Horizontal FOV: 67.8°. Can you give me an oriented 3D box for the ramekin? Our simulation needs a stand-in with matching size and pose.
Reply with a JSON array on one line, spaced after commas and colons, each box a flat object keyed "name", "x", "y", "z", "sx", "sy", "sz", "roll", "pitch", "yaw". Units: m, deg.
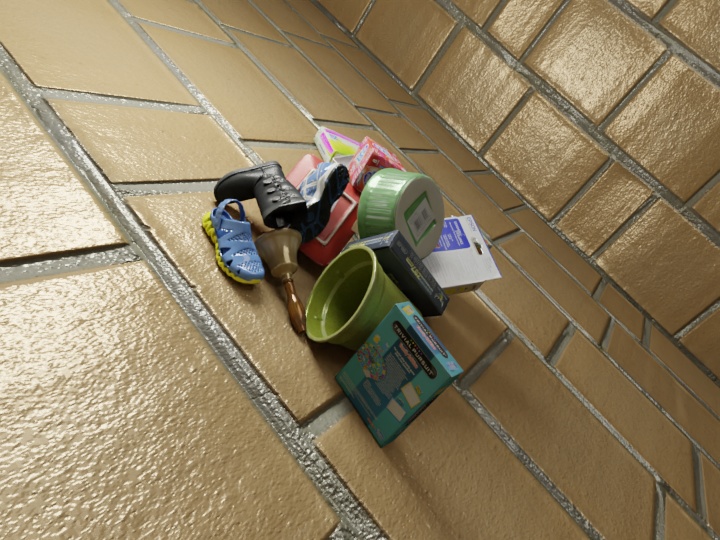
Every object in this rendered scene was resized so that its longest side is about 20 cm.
[{"name": "ramekin", "x": 0.094, "y": -0.114, "z": 1.145, "sx": 0.097, "sy": 0.205, "sz": 0.198, "roll": 11, "pitch": 4, "yaw": 43}]

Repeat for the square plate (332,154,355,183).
[{"name": "square plate", "x": 0.035, "y": -0.237, "z": 1.442, "sx": 0.198, "sy": 0.029, "sz": 0.199, "roll": 47, "pitch": 32, "yaw": 12}]

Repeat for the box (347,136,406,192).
[{"name": "box", "x": 0.037, "y": -0.242, "z": 1.291, "sx": 0.099, "sy": 0.096, "sz": 0.201, "roll": 29, "pitch": 18, "yaw": -15}]

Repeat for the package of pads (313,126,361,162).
[{"name": "package of pads", "x": -0.043, "y": -0.373, "z": 1.747, "sx": 0.197, "sy": 0.069, "sz": 0.156, "roll": 14, "pitch": 37, "yaw": -39}]

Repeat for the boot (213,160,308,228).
[{"name": "boot", "x": -0.209, "y": -0.142, "z": 1.105, "sx": 0.201, "sy": 0.163, "sz": 0.066, "roll": 56, "pitch": -10, "yaw": 44}]

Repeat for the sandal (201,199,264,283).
[{"name": "sandal", "x": -0.240, "y": -0.062, "z": 1.035, "sx": 0.079, "sy": 0.087, "sz": 0.201, "roll": -1, "pitch": 49, "yaw": -53}]

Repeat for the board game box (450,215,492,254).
[{"name": "board game box", "x": 0.242, "y": -0.035, "z": 1.459, "sx": 0.102, "sy": 0.201, "sz": 0.106, "roll": 5, "pitch": 42, "yaw": -47}]

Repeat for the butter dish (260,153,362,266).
[{"name": "butter dish", "x": -0.107, "y": -0.124, "z": 1.242, "sx": 0.199, "sy": 0.148, "sz": 0.201, "roll": 37, "pitch": 71, "yaw": -1}]

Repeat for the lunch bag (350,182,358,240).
[{"name": "lunch bag", "x": 0.028, "y": -0.159, "z": 1.475, "sx": 0.201, "sy": 0.118, "sz": 0.163, "roll": 53, "pitch": 33, "yaw": 15}]

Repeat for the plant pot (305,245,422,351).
[{"name": "plant pot", "x": 0.020, "y": 0.087, "z": 1.049, "sx": 0.183, "sy": 0.200, "sz": 0.202, "roll": 36, "pitch": 26, "yaw": -29}]

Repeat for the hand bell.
[{"name": "hand bell", "x": -0.140, "y": 0.030, "z": 1.051, "sx": 0.103, "sy": 0.104, "sz": 0.203, "roll": 8, "pitch": 54, "yaw": -44}]

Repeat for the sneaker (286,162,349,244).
[{"name": "sneaker", "x": -0.102, "y": -0.143, "z": 1.142, "sx": 0.076, "sy": 0.202, "sz": 0.076, "roll": 27, "pitch": -11, "yaw": 40}]

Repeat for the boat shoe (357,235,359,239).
[{"name": "boat shoe", "x": 0.070, "y": -0.070, "z": 1.381, "sx": 0.059, "sy": 0.074, "sz": 0.200, "roll": 10, "pitch": -3, "yaw": 35}]

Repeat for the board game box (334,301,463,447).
[{"name": "board game box", "x": 0.060, "y": 0.180, "z": 0.924, "sx": 0.047, "sy": 0.201, "sz": 0.152, "roll": -5, "pitch": 50, "yaw": -52}]

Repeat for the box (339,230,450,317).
[{"name": "box", "x": 0.070, "y": 0.016, "z": 1.113, "sx": 0.201, "sy": 0.156, "sz": 0.051, "roll": 50, "pitch": 54, "yaw": -25}]

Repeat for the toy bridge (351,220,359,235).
[{"name": "toy bridge", "x": 0.057, "y": -0.060, "z": 1.243, "sx": 0.067, "sy": 0.027, "sz": 0.199, "roll": 35, "pitch": 4, "yaw": 36}]

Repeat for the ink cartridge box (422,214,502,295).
[{"name": "ink cartridge box", "x": 0.206, "y": -0.036, "z": 1.270, "sx": 0.196, "sy": 0.047, "sz": 0.200, "roll": -6, "pitch": 55, "yaw": -15}]
